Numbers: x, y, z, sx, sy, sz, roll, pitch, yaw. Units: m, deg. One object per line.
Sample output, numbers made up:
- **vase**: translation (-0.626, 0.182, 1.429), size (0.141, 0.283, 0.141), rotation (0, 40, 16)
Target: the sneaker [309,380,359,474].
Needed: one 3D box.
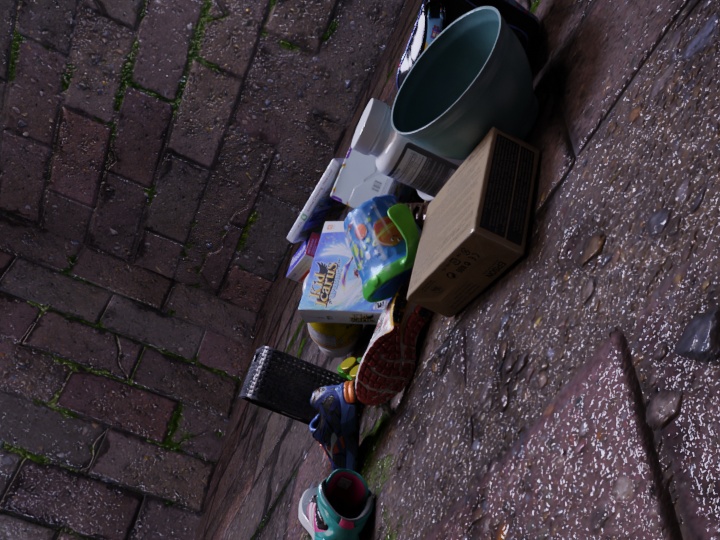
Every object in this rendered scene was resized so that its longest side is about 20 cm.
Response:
- **sneaker**: translation (-0.040, 0.253, 1.142), size (0.076, 0.077, 0.202), rotation (-80, -9, -61)

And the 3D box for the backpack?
- **backpack**: translation (0.158, -0.323, 1.122), size (0.135, 0.181, 0.201), rotation (-53, -9, -49)

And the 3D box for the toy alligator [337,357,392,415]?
- **toy alligator**: translation (0.021, 0.177, 1.167), size (0.054, 0.060, 0.200), rotation (-36, 23, -14)

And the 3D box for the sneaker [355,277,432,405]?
- **sneaker**: translation (0.052, 0.111, 1.100), size (0.202, 0.077, 0.082), rotation (-62, 5, -15)

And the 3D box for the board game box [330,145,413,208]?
- **board game box**: translation (0.032, -0.160, 1.413), size (0.106, 0.102, 0.200), rotation (-67, -15, 5)

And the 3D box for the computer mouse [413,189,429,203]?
- **computer mouse**: translation (0.116, -0.167, 1.364), size (0.141, 0.046, 0.202), rotation (-89, 23, -66)

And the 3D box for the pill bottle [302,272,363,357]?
- **pill bottle**: translation (-0.050, 0.085, 1.414), size (0.201, 0.111, 0.114), rotation (89, -167, -54)

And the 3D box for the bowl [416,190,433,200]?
- **bowl**: translation (0.118, -0.230, 1.254), size (0.201, 0.089, 0.203), rotation (-47, 31, 41)

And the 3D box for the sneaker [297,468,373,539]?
- **sneaker**: translation (-0.038, 0.333, 1.046), size (0.200, 0.083, 0.122), rotation (-133, 61, -70)

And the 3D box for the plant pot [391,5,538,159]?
- **plant pot**: translation (0.156, -0.230, 0.989), size (0.200, 0.134, 0.202), rotation (-39, 31, 29)

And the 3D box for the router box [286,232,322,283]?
- **router box**: translation (-0.046, 0.003, 1.484), size (0.200, 0.178, 0.049), rotation (142, 148, -68)

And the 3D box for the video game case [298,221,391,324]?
- **video game case**: translation (0.000, 0.000, 1.294), size (0.046, 0.179, 0.202), rotation (63, -146, -48)

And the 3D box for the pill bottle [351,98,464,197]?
- **pill bottle**: translation (0.090, -0.182, 1.111), size (0.111, 0.198, 0.112), rotation (-157, 90, -80)

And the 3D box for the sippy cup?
- **sippy cup**: translation (0.040, -0.040, 1.124), size (0.177, 0.131, 0.139), rotation (-38, -18, 33)

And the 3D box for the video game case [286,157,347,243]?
- **video game case**: translation (-0.056, -0.144, 1.450), size (0.183, 0.022, 0.200), rotation (-57, -11, 19)

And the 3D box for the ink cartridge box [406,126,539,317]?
- **ink cartridge box**: translation (0.142, -0.056, 0.943), size (0.200, 0.074, 0.166), rotation (128, 162, -58)

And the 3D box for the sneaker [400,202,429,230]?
- **sneaker**: translation (0.069, -0.078, 1.199), size (0.199, 0.075, 0.071), rotation (-13, 52, 49)

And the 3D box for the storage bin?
- **storage bin**: translation (-0.104, 0.216, 1.292), size (0.135, 0.198, 0.095), rotation (147, 143, -72)
